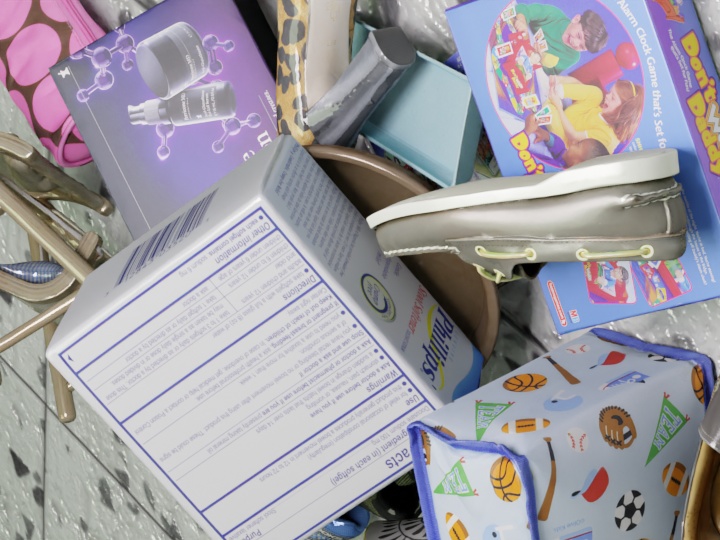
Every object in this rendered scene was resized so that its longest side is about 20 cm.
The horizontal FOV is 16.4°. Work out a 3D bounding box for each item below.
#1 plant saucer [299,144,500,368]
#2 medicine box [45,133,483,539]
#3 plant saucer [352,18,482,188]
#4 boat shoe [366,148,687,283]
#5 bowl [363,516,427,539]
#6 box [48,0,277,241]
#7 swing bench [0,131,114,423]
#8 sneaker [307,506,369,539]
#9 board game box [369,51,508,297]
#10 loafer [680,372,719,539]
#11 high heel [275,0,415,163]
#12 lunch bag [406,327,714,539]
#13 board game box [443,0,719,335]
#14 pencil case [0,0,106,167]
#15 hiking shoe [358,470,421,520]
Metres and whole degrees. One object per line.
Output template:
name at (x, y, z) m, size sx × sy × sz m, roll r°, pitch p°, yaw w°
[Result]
plant saucer at (0.000, 0.000, 1.595) m, size 0.200 × 0.029 × 0.200 m, roll 16°, pitch 131°, yaw 19°
medicine box at (-0.056, 0.054, 1.543) m, size 0.182 × 0.103 × 0.200 m, roll -35°, pitch 106°, yaw 23°
plant saucer at (0.026, -0.109, 1.564) m, size 0.200 × 0.019 × 0.070 m, roll 35°, pitch 120°, yaw 58°
boat shoe at (0.091, -0.024, 1.390) m, size 0.201 × 0.072 × 0.060 m, roll -9°, pitch 96°, yaw 37°
bowl at (0.093, 0.230, 1.631) m, size 0.201 × 0.094 × 0.201 m, roll 53°, pitch -166°, yaw -19°
box at (-0.101, -0.081, 1.700) m, size 0.200 × 0.141 × 0.079 m, roll 62°, pitch -167°, yaw 7°
swing bench at (-0.248, -0.009, 1.911) m, size 0.200 × 0.130 × 0.199 m, roll 60°, pitch -175°, yaw 15°
sneaker at (-0.045, 0.112, 1.830) m, size 0.085 × 0.077 × 0.200 m, roll -9°, pitch 110°, yaw 48°
board game box at (0.085, -0.069, 1.547) m, size 0.135 × 0.029 × 0.200 m, roll 62°, pitch 148°, yaw 6°
loafer at (0.224, 0.087, 1.395) m, size 0.073 × 0.072 × 0.200 m, roll 36°, pitch 137°, yaw 41°
high heel at (-0.044, -0.166, 1.603) m, size 0.143 × 0.071 × 0.200 m, roll -49°, pitch 55°, yaw 44°
lunch bag at (0.135, 0.161, 1.487) m, size 0.124 × 0.170 × 0.201 m, roll 17°, pitch 121°, yaw 49°
board game box at (0.142, -0.074, 1.408) m, size 0.134 × 0.045 × 0.201 m, roll -14°, pitch 98°, yaw 41°
pencil case at (-0.237, -0.177, 1.907) m, size 0.200 × 0.091 × 0.094 m, roll 53°, pitch 140°, yaw 25°
hiking shoe at (0.022, 0.095, 1.719) m, size 0.101 × 0.076 × 0.200 m, roll 30°, pitch 143°, yaw 33°
